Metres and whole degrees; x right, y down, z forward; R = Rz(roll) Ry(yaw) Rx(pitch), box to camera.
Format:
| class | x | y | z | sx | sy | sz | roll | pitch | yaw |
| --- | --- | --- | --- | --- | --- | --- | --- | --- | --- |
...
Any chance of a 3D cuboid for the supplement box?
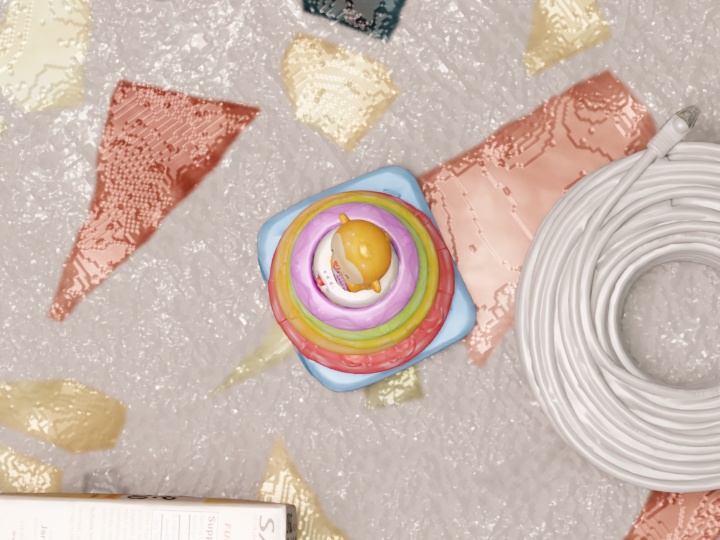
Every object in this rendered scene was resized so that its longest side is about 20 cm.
| class | x | y | z | sx | sy | sz | roll | pitch | yaw |
| --- | --- | --- | --- | --- | --- | --- | --- | --- | --- |
| supplement box | -0.138 | 0.162 | 1.164 | 0.200 | 0.126 | 0.074 | 2 | 84 | 0 |

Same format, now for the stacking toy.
| class | x | y | z | sx | sy | sz | roll | pitch | yaw |
| --- | --- | --- | --- | --- | --- | --- | --- | --- | --- |
| stacking toy | 0.000 | 0.000 | 1.138 | 0.110 | 0.200 | 0.116 | -25 | 86 | -2 |

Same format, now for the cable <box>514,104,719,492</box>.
| class | x | y | z | sx | sy | sz | roll | pitch | yaw |
| --- | --- | --- | --- | --- | --- | --- | --- | --- | --- |
| cable | 0.187 | 0.027 | 1.200 | 0.200 | 0.069 | 0.200 | -35 | 86 | -1 |
